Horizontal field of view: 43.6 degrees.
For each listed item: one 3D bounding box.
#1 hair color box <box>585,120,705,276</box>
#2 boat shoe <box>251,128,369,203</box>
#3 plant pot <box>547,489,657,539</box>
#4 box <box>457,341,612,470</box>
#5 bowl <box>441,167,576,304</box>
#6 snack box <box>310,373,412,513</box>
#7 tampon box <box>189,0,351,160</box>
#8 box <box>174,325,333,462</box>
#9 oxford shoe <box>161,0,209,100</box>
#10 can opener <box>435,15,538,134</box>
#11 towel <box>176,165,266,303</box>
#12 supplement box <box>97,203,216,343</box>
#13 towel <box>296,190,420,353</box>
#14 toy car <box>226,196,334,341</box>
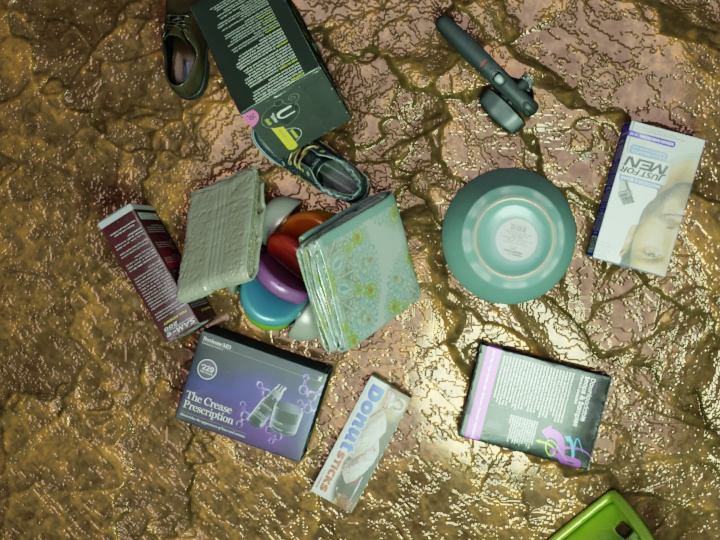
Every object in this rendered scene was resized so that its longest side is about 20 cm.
[{"bbox_3d":[0.405,-0.102,1.285,0.108,0.065,0.202,15,96,4],"label":"hair color box"},{"bbox_3d":[-0.076,-0.167,1.309,0.199,0.091,0.071,31,95,3],"label":"boat shoe"},{"bbox_3d":[0.361,0.463,1.258,0.199,0.200,0.182,-40,95,5],"label":"plant pot"},{"bbox_3d":[0.256,0.199,1.329,0.198,0.036,0.144,15,95,5],"label":"box"},{"bbox_3d":[0.215,-0.049,1.284,0.199,0.105,0.203,0,92,6],"label":"bowl"},{"bbox_3d":[0.002,0.261,1.359,0.072,0.024,0.201,28,96,4],"label":"snack box"},{"bbox_3d":[-0.122,-0.288,1.247,0.126,0.150,0.201,-28,67,7],"label":"tampon box"},{"bbox_3d":[-0.157,0.182,1.344,0.199,0.079,0.142,18,92,4],"label":"box"},{"bbox_3d":[-0.256,-0.358,1.319,0.072,0.084,0.202,-3,91,7],"label":"oxford shoe"},{"bbox_3d":[0.180,-0.291,1.293,0.079,0.063,0.200,-41,89,6],"label":"can opener"},{"bbox_3d":[-0.199,-0.052,1.288,0.132,0.034,0.201,-19,51,27],"label":"towel"},{"bbox_3d":[-0.297,0.002,1.330,0.061,0.109,0.201,-31,89,5],"label":"supplement box"},{"bbox_3d":[0.000,0.000,1.261,0.048,0.200,0.172,4,117,43],"label":"towel"},{"bbox_3d":[-0.101,0.001,1.291,0.175,0.150,0.200,37,96,2],"label":"toy car"}]
